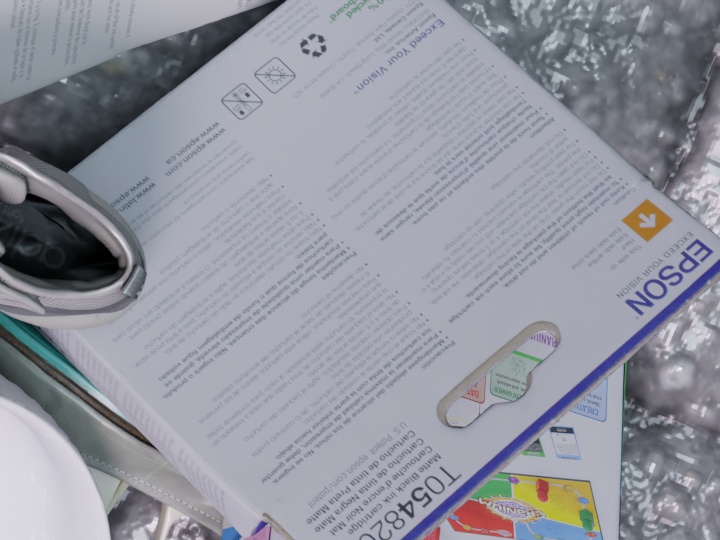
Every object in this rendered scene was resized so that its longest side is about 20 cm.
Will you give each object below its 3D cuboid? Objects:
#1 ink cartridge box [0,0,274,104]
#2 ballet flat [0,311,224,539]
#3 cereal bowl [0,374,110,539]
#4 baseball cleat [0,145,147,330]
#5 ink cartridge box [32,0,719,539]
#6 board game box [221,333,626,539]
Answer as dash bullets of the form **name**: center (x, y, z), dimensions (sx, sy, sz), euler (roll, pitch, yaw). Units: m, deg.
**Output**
- **ink cartridge box**: center (-0.085, -0.150, 0.981), dimensions (0.176, 0.200, 0.045), euler (-24, 62, -28)
- **ballet flat**: center (-0.076, 0.080, 1.072), dimensions (0.200, 0.067, 0.064), euler (30, 99, -18)
- **cereal bowl**: center (-0.194, 0.107, 1.010), dimensions (0.200, 0.083, 0.200), euler (-17, 125, -25)
- **baseball cleat**: center (-0.163, -0.038, 0.948), dimensions (0.200, 0.106, 0.070), euler (19, 83, -6)
- **ink cartridge box**: center (0.000, 0.000, 1.024), dimensions (0.200, 0.041, 0.200), euler (-39, 66, -18)
- **board game box**: center (0.025, 0.089, 1.058), dimensions (0.153, 0.040, 0.200), euler (20, 56, -22)
